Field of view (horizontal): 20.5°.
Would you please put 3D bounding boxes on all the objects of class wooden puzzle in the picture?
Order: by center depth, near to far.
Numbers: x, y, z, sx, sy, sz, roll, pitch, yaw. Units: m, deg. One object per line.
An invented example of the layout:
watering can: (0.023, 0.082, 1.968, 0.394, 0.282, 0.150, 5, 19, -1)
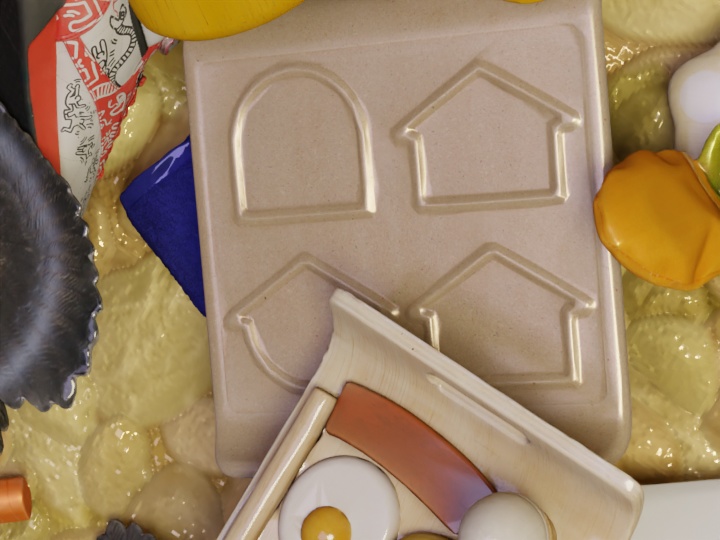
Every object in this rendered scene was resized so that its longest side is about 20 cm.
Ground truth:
wooden puzzle: (0.020, -0.018, 0.823, 0.183, 0.046, 0.202, -3, 89, 24)

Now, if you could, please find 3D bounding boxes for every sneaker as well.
sneaker: (-0.116, -0.087, 0.903, 0.067, 0.107, 0.203, 44, 145, 33)

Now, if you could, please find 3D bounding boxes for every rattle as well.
rattle: (0.202, -0.056, 0.752, 0.198, 0.143, 0.132, -6, 75, 27)

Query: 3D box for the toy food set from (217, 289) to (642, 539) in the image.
toy food set: (-0.002, 0.129, 0.754, 0.143, 0.060, 0.201, 32, 90, 20)

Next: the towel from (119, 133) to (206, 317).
towel: (0.000, 0.000, 0.882, 0.147, 0.049, 0.201, -40, 79, 23)

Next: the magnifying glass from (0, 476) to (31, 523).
magnifying glass: (-0.260, 0.121, 0.965, 0.198, 0.080, 0.023, -5, 61, 0)

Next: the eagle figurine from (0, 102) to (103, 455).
eagle figurine: (-0.200, -0.019, 0.887, 0.199, 0.152, 0.151, 37, 106, -8)

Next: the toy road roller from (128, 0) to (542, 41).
toy road roller: (-0.017, -0.154, 0.771, 0.199, 0.146, 0.123, 20, 147, 41)

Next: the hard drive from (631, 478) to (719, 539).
hard drive: (0.091, 0.153, 0.811, 0.198, 0.027, 0.133, -6, 56, 8)

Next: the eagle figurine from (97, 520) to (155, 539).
eagle figurine: (-0.144, 0.237, 0.913, 0.150, 0.151, 0.202, -11, 97, 42)
